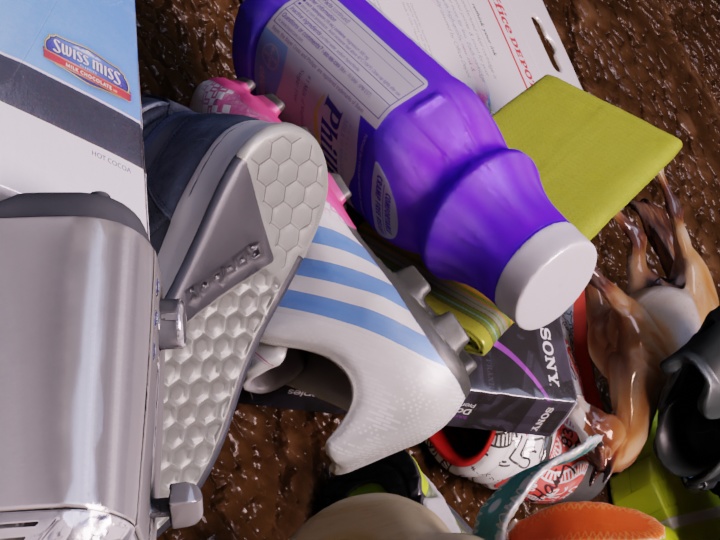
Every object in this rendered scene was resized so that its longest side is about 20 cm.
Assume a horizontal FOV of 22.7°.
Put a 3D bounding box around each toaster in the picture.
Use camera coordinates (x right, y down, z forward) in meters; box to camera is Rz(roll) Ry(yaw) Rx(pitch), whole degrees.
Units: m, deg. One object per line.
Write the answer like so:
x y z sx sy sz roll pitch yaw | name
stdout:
-0.152 0.058 0.578 0.197 0.114 0.130 -5 60 -6 | toaster

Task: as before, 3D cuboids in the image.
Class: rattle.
-0.010 0.110 0.658 0.143 0.199 0.131 39 37 -20 | rattle

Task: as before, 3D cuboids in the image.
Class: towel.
0.074 -0.031 0.862 0.086 0.018 0.200 30 45 20 | towel

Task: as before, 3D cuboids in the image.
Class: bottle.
0.022 -0.054 0.798 0.065 0.084 0.200 -32 58 -20 | bottle

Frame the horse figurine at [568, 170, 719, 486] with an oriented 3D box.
0.146 0.012 0.949 0.200 0.050 0.134 -34 101 -59 | horse figurine

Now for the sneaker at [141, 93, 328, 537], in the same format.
-0.112 0.020 0.727 0.077 0.145 0.204 40 75 -45 | sneaker

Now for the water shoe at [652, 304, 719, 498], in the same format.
0.180 0.078 0.916 0.072 0.078 0.201 50 -15 32 | water shoe

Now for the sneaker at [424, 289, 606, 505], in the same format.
0.065 0.021 0.937 0.107 0.067 0.203 17 52 -45 | sneaker

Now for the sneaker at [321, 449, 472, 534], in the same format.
0.045 0.153 0.759 0.081 0.074 0.201 42 13 -31 | sneaker

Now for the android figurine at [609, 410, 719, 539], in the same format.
0.208 0.164 1.013 0.181 0.041 0.202 1 63 -49 | android figurine

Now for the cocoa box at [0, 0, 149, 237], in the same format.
-0.192 -0.061 0.641 0.199 0.133 0.132 23 45 -37 | cocoa box

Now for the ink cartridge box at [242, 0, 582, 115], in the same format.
0.037 -0.120 1.019 0.199 0.067 0.118 2 60 -48 | ink cartridge box

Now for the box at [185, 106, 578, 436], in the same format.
0.000 0.000 0.850 0.198 0.036 0.144 9 53 -23 | box

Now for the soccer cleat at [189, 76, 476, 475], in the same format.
-0.034 -0.001 0.767 0.200 0.086 0.070 51 -9 28 | soccer cleat
